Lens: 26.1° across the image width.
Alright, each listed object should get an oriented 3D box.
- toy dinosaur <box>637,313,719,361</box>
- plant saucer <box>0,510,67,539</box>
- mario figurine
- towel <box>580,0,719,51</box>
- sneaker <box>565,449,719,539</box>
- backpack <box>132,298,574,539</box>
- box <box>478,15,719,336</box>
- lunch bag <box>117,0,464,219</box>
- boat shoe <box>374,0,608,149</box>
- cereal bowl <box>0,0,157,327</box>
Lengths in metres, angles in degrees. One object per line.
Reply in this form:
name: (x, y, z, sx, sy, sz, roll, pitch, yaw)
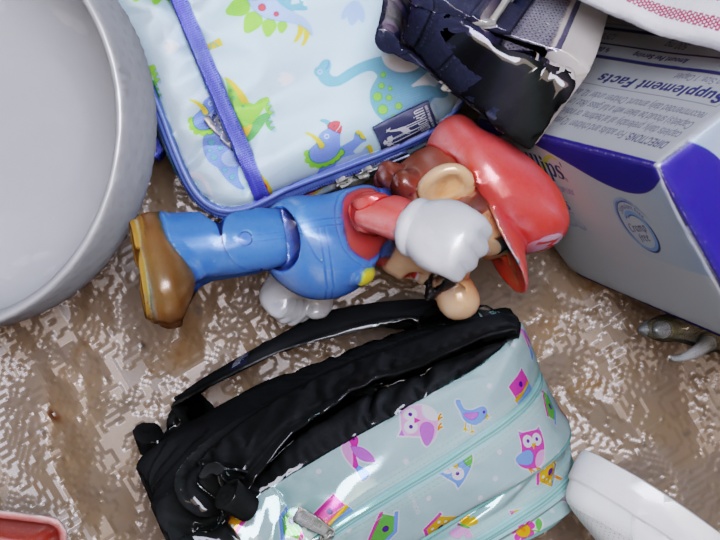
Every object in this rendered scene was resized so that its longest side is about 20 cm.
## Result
toy dinosaur: (0.233, -0.004, 0.784, 0.200, 0.102, 0.077, -37, 92, -2)
plant saucer: (-0.258, 0.209, 0.786, 0.200, 0.037, 0.200, 8, 90, -3)
mario figurine: (0.000, 0.000, 0.714, 0.200, 0.123, 0.106, -11, 122, -4)
towel: (0.141, -0.194, 0.673, 0.146, 0.030, 0.200, 25, 71, 24)
sneaker: (0.150, 0.183, 0.728, 0.200, 0.074, 0.116, 41, 86, -10)
backpack: (0.002, 0.095, 0.754, 0.200, 0.167, 0.127, -26, 108, -10)
box: (0.189, -0.077, 0.724, 0.200, 0.184, 0.105, -37, 110, -9)
lunch bag: (-0.047, -0.131, 0.779, 0.161, 0.082, 0.200, -21, 90, -1)
boat shoe: (0.071, -0.144, 0.738, 0.093, 0.200, 0.075, 31, 126, -6)
cereal bowl: (-0.182, -0.068, 0.752, 0.200, 0.083, 0.200, 0, 91, 22)
